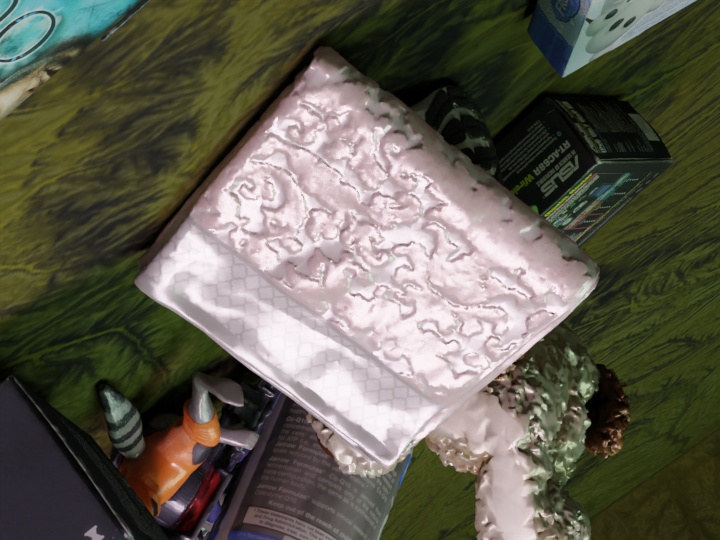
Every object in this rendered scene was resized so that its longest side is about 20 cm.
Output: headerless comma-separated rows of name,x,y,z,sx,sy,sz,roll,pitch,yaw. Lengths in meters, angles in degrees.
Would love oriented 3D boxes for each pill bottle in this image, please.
pill bottle,-0.029,0.146,1.611,0.114,0.113,0.201,112,1,-62

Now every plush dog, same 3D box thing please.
plush dog,0.087,0.071,1.457,0.161,0.199,0.172,-66,171,21

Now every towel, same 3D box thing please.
towel,0.000,0.000,1.269,0.191,0.199,0.032,-45,-165,30

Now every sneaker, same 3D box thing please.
sneaker,0.015,-0.061,1.372,0.088,0.078,0.199,-17,176,34

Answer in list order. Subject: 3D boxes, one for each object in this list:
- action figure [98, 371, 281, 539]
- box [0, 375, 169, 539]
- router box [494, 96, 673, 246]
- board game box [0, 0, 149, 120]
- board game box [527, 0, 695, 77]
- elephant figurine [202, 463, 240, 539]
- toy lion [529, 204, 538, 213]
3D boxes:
action figure,-0.124,0.110,1.544,0.201,0.104,0.194,-59,178,-17
box,-0.220,0.183,1.310,0.200,0.124,0.197,-38,167,-4
router box,0.110,-0.037,1.619,0.200,0.062,0.150,-43,164,23
board game box,-0.152,-0.116,0.890,0.135,0.028,0.200,-40,164,7
board game box,0.201,-0.220,1.322,0.199,0.044,0.199,-31,163,-20
elephant figurine,-0.044,0.157,1.752,0.155,0.142,0.200,-11,-152,51
toy lion,0.036,-0.008,1.396,0.191,0.069,0.199,-15,180,35
